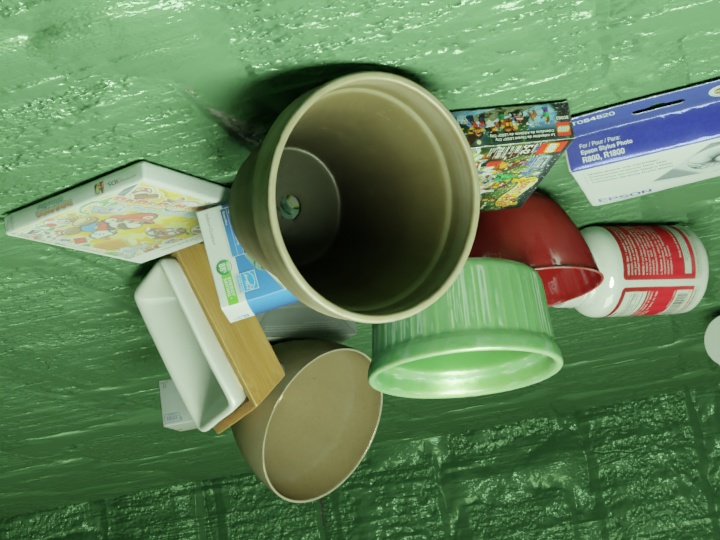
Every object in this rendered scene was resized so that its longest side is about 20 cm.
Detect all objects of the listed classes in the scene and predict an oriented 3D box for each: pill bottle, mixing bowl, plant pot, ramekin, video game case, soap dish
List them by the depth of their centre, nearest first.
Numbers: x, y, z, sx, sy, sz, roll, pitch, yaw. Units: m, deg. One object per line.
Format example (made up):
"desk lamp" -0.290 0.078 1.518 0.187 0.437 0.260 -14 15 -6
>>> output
"plant pot" -0.026 -0.059 1.133 0.198 0.203 0.173 0 -179 -29
"video game case" -0.217 -0.052 1.315 0.181 0.023 0.199 -17 163 29
"ramekin" 0.103 0.060 1.357 0.197 0.099 0.200 -4 162 -1
"mixing bowl" 0.163 -0.024 1.475 0.198 0.110 0.200 -7 164 -2
"soap dish" -0.172 0.075 1.508 0.081 0.201 0.157 -25 173 -28
"pill bottle" 0.324 0.001 1.655 0.198 0.114 0.112 -1 164 -26
"plant pot" -0.089 0.169 1.656 0.134 0.202 0.199 23 -170 40
"pill bottle" 0.687 0.129 2.339 0.119 0.121 0.199 -19 163 35

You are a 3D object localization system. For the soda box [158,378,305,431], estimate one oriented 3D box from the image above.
"soda box" -0.166 0.166 1.785 0.198 0.064 0.068 -10 165 9

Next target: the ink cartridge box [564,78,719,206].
"ink cartridge box" 0.306 -0.124 1.314 0.198 0.041 0.200 -13 165 17

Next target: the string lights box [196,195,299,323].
"string lights box" -0.048 -0.031 1.287 0.198 0.104 0.059 -17 164 -1

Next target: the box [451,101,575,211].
"box" 0.113 -0.103 1.287 0.135 0.038 0.200 -6 165 -9

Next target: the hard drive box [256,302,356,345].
"hard drive box" -0.120 0.076 1.750 0.154 0.078 0.200 0 163 -29
